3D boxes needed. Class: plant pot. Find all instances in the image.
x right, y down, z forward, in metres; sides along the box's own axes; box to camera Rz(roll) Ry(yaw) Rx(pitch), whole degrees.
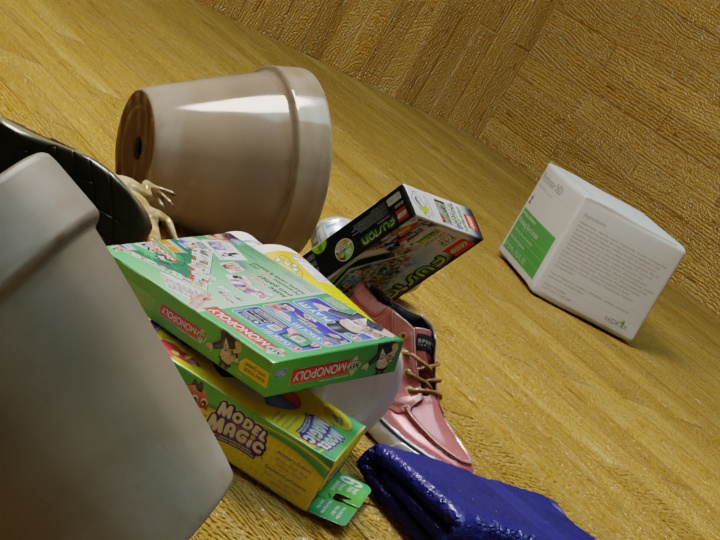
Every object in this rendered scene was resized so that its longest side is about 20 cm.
[{"bbox_3d":[-0.148,-0.113,1.687,0.172,0.201,0.200,4,23,-27],"label":"plant pot"},{"bbox_3d":[-0.161,0.076,0.787,0.174,0.200,0.200,47,10,-4],"label":"plant pot"}]

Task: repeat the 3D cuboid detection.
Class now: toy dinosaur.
[{"bbox_3d":[-0.216,-0.068,1.526,0.200,0.058,0.101,45,5,23],"label":"toy dinosaur"}]

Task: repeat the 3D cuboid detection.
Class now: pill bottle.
[{"bbox_3d":[-0.060,0.047,1.355,0.104,0.105,0.200,19,16,-46],"label":"pill bottle"}]

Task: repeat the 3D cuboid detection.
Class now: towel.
[{"bbox_3d":[0.103,0.199,1.282,0.199,0.050,0.148,22,7,-34],"label":"towel"}]

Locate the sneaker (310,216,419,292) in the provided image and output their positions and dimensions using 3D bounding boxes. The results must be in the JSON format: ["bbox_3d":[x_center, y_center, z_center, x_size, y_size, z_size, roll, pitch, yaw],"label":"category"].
[{"bbox_3d":[0.010,-0.001,1.881,0.200,0.072,0.073,26,44,-55],"label":"sneaker"}]

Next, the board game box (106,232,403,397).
[{"bbox_3d":[-0.085,0.028,1.233,0.134,0.029,0.200,-8,30,-46],"label":"board game box"}]

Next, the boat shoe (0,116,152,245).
[{"bbox_3d":[-0.267,-0.081,1.459,0.199,0.076,0.074,33,8,5],"label":"boat shoe"}]

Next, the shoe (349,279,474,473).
[{"bbox_3d":[0.041,0.096,1.423,0.200,0.091,0.071,43,15,32],"label":"shoe"}]

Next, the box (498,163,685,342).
[{"bbox_3d":[0.356,-0.030,2.600,0.199,0.172,0.199,27,11,-18],"label":"box"}]

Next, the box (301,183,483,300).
[{"bbox_3d":[0.000,0.000,1.488,0.110,0.200,0.035,16,46,-51],"label":"box"}]

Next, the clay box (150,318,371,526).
[{"bbox_3d":[-0.077,0.104,1.208,0.199,0.048,0.115,30,12,5],"label":"clay box"}]

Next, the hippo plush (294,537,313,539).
[{"bbox_3d":[-0.008,0.206,0.649,0.159,0.161,0.200,34,12,20],"label":"hippo plush"}]
